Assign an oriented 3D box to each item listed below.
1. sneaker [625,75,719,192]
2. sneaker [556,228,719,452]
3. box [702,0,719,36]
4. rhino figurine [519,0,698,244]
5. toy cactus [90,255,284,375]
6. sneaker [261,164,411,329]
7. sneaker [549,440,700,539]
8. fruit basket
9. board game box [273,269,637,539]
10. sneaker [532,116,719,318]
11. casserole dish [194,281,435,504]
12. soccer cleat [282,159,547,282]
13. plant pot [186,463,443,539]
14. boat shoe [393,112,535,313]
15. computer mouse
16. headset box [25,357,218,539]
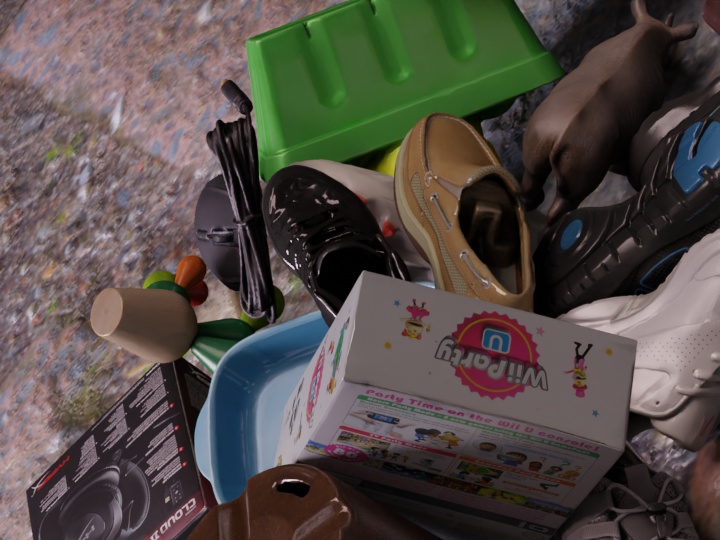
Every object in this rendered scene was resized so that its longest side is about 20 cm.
[{"bbox_3d":[0.237,-0.095,1.654,0.200,0.075,0.079,-50,39,25],"label":"sneaker"},{"bbox_3d":[0.189,0.046,1.571,0.200,0.078,0.100,-32,53,32],"label":"sneaker"},{"bbox_3d":[0.314,-0.122,1.463,0.166,0.164,0.200,-51,30,2],"label":"box"},{"bbox_3d":[0.151,-0.102,1.744,0.200,0.060,0.088,-50,-21,-43],"label":"rhino figurine"},{"bbox_3d":[-0.104,0.048,1.829,0.102,0.165,0.200,-56,45,17],"label":"toy cactus"},{"bbox_3d":[-0.003,0.001,1.629,0.060,0.104,0.200,-29,63,-5],"label":"sneaker"},{"bbox_3d":[0.139,0.142,1.489,0.200,0.074,0.082,-130,38,-60],"label":"sneaker"},{"bbox_3d":[0.036,-0.081,1.850,0.216,0.215,0.156,-52,7,1],"label":"fruit basket"},{"bbox_3d":[0.044,0.082,1.499,0.200,0.147,0.065,121,162,-64],"label":"board game box"},{"bbox_3d":[0.165,-0.006,1.627,0.200,0.082,0.073,-35,35,43],"label":"sneaker"},{"bbox_3d":[-0.007,0.081,1.700,0.199,0.039,0.122,-19,61,28],"label":"casserole dish"},{"bbox_3d":[0.042,-0.023,1.749,0.078,0.199,0.070,-59,-15,-58],"label":"soccer cleat"},{"bbox_3d":[0.003,0.214,1.511,0.200,0.198,0.201,-36,34,29],"label":"plant pot"},{"bbox_3d":[0.070,-0.032,1.654,0.201,0.071,0.076,-108,26,-44],"label":"boat shoe"},{"bbox_3d":[-0.084,-0.051,1.796,0.046,0.141,0.200,-8,12,-2],"label":"computer mouse"},{"bbox_3d":[-0.134,0.171,1.875,0.149,0.077,0.200,-45,31,15],"label":"headset box"}]
